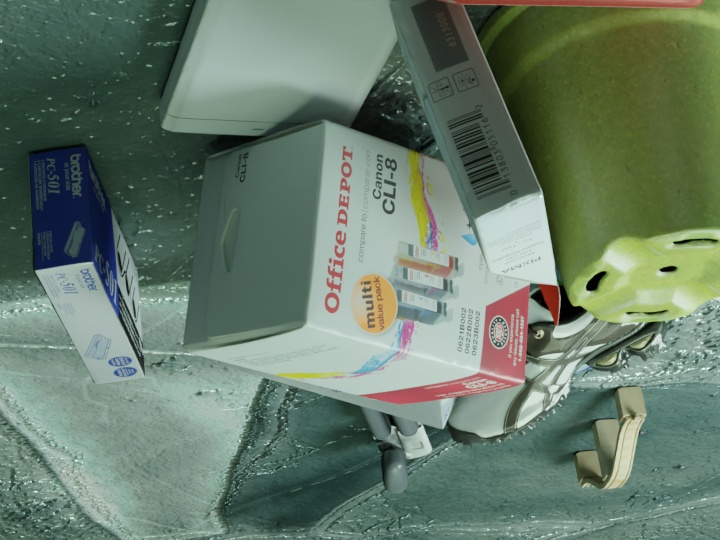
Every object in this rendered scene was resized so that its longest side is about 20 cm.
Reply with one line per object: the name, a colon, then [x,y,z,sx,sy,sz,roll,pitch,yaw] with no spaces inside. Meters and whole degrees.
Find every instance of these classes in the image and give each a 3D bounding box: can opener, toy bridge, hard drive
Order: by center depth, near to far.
hard drive: [-0.044,-0.147,1.107,0.131,0.027,0.200,1,152,-18]
can opener: [0.034,0.155,1.700,0.052,0.067,0.200,-9,149,6]
toy bridge: [0.261,0.188,1.820,0.027,0.068,0.200,-3,154,-9]

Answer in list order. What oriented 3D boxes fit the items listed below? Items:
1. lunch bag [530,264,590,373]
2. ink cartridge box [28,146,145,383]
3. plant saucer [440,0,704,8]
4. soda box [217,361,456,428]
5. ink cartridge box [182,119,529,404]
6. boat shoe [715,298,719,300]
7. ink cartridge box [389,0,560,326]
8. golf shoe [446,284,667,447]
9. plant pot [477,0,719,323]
lunch bag: [0.119,0.033,1.451,0.199,0.083,0.161,1,151,-17]
ink cartridge box: [-0.198,0.001,1.284,0.044,0.094,0.200,-8,154,1]
plant saucer: [0.139,-0.216,0.977,0.199,0.037,0.200,0,143,-13]
soda box: [-0.017,0.058,1.381,0.199,0.064,0.068,14,145,17]
ink cartridge box: [0.000,0.000,1.220,0.199,0.146,0.144,15,162,-36]
boat shoe: [0.353,-0.001,1.498,0.199,0.073,0.062,9,107,-18]
ink cartridge box: [0.075,-0.063,1.109,0.047,0.161,0.200,-20,154,-1]
golf shoe: [0.136,0.058,1.355,0.200,0.078,0.095,-35,118,16]
plant pot: [0.183,-0.074,1.140,0.199,0.185,0.201,-6,154,-3]
